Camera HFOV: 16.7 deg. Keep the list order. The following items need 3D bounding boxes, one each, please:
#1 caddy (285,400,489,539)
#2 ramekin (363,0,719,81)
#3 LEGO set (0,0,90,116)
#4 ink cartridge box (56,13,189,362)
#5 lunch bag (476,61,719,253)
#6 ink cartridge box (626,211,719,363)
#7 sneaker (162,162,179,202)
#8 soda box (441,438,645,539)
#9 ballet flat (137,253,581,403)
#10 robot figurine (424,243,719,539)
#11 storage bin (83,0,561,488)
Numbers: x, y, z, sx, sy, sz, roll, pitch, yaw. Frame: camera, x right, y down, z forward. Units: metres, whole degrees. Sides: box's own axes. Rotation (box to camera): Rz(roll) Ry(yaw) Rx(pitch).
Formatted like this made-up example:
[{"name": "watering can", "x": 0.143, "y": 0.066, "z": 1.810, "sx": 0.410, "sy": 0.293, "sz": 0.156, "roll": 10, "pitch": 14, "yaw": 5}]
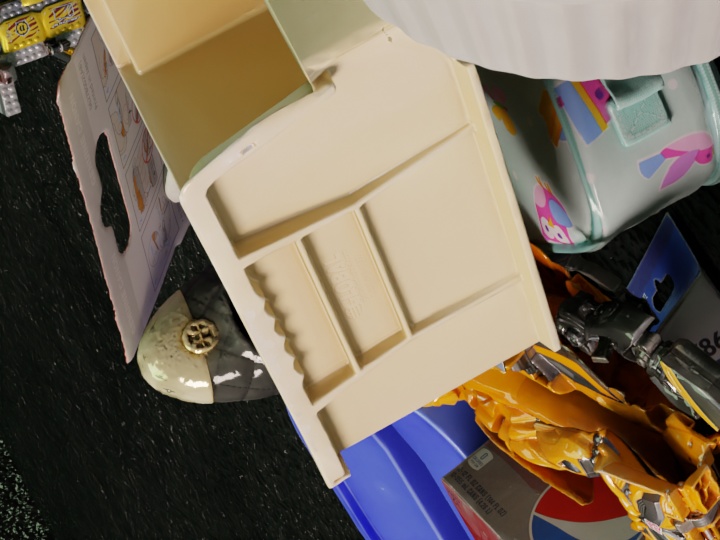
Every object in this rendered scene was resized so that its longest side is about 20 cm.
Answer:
[{"name": "caddy", "x": 0.058, "y": 0.073, "z": 1.101, "sx": 0.141, "sy": 0.105, "sz": 0.201, "roll": 13, "pitch": 142, "yaw": 48}, {"name": "ramekin", "x": 0.058, "y": -0.141, "z": 0.629, "sx": 0.203, "sy": 0.202, "sz": 0.094, "roll": 55, "pitch": 173, "yaw": 22}, {"name": "LEGO set", "x": -0.132, "y": -0.159, "z": 1.158, "sx": 0.116, "sy": 0.199, "sz": 0.155, "roll": 29, "pitch": 128, "yaw": 55}, {"name": "ink cartridge box", "x": -0.098, "y": -0.089, "z": 1.026, "sx": 0.050, "sy": 0.201, "sz": 0.162, "roll": 7, "pitch": 139, "yaw": 16}, {"name": "lunch bag", "x": 0.057, "y": -0.103, "z": 0.881, "sx": 0.201, "sy": 0.077, "sz": 0.160, "roll": 65, "pitch": 162, "yaw": -9}, {"name": "ink cartridge box", "x": 0.151, "y": 0.083, "z": 0.956, "sx": 0.201, "sy": 0.039, "sz": 0.100, "roll": 58, "pitch": 163, "yaw": 18}, {"name": "sneaker", "x": -0.012, "y": -0.055, "z": 1.053, "sx": 0.083, "sy": 0.200, "sz": 0.081, "roll": 20, "pitch": 98, "yaw": 30}, {"name": "soda box", "x": 0.117, "y": 0.130, "z": 0.937, "sx": 0.200, "sy": 0.070, "sz": 0.064, "roll": 45, "pitch": 168, "yaw": 46}, {"name": "ballet flat", "x": 0.000, "y": 0.000, "z": 1.006, "sx": 0.057, "sy": 0.199, "sz": 0.067, "roll": 72, "pitch": 176, "yaw": -77}, {"name": "robot figurine", "x": 0.079, "y": 0.046, "z": 0.883, "sx": 0.200, "sy": 0.058, "sz": 0.145, "roll": 32, "pitch": 164, "yaw": 40}, {"name": "storage bin", "x": -0.032, "y": -0.072, "z": 0.788, "sx": 0.201, "sy": 0.093, "sz": 0.199, "roll": 62, "pitch": 178, "yaw": 33}]
